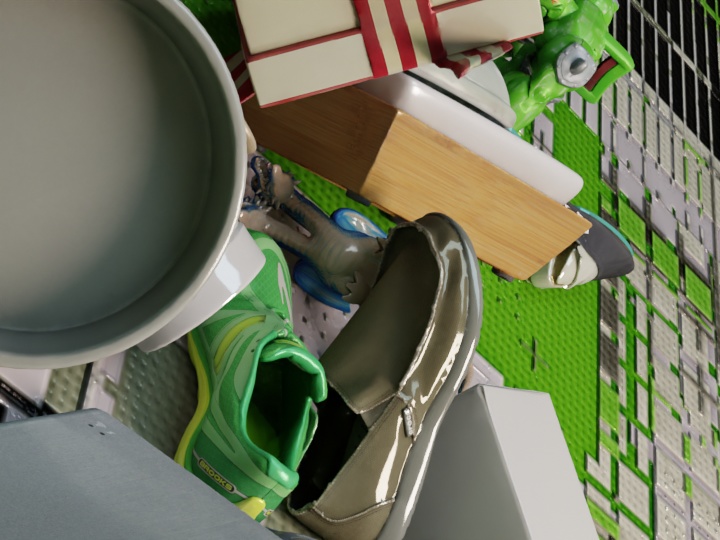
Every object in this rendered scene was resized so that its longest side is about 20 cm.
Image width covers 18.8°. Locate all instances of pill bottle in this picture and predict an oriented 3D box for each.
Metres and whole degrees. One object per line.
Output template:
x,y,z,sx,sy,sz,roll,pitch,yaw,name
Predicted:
-0.139,-0.061,1.118,0.200,0.111,0.112,53,31,-11,pill bottle

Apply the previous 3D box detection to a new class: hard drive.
-0.139,0.118,0.977,0.139,0.033,0.200,33,19,26,hard drive

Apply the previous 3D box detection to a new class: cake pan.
-0.155,-0.055,1.039,0.201,0.200,0.037,53,-5,-12,cake pan

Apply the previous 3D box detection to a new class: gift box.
-0.009,-0.194,1.165,0.201,0.183,0.187,-97,173,-48,gift box

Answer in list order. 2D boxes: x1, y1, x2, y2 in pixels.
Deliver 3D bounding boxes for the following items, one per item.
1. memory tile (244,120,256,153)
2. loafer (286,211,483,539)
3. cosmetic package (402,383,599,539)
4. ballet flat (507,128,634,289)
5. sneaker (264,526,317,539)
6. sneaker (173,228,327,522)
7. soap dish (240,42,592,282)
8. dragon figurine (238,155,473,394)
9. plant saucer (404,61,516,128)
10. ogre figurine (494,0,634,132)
-0.134,-0.146,1.154,0.200,0.017,0.154,40,-16,45,memory tile
0.011,0.061,1.214,0.069,0.075,0.201,18,84,-33,loafer
0.080,0.178,1.253,0.085,0.107,0.201,12,57,-53,cosmetic package
0.125,-0.029,1.549,0.200,0.073,0.073,41,35,-40,ballet flat
-0.001,0.190,1.151,0.081,0.074,0.200,35,-13,44,sneaker
-0.051,0.056,1.180,0.074,0.083,0.201,37,37,-34,sneaker
0.029,-0.071,1.353,0.200,0.082,0.157,27,1,-45,soap dish
0.000,0.000,1.307,0.200,0.059,0.099,36,-2,-43,dragon figurine
0.015,-0.152,1.350,0.199,0.050,0.200,26,2,-1,plant saucer
0.131,-0.156,1.600,0.099,0.120,0.200,60,29,0,ogre figurine
